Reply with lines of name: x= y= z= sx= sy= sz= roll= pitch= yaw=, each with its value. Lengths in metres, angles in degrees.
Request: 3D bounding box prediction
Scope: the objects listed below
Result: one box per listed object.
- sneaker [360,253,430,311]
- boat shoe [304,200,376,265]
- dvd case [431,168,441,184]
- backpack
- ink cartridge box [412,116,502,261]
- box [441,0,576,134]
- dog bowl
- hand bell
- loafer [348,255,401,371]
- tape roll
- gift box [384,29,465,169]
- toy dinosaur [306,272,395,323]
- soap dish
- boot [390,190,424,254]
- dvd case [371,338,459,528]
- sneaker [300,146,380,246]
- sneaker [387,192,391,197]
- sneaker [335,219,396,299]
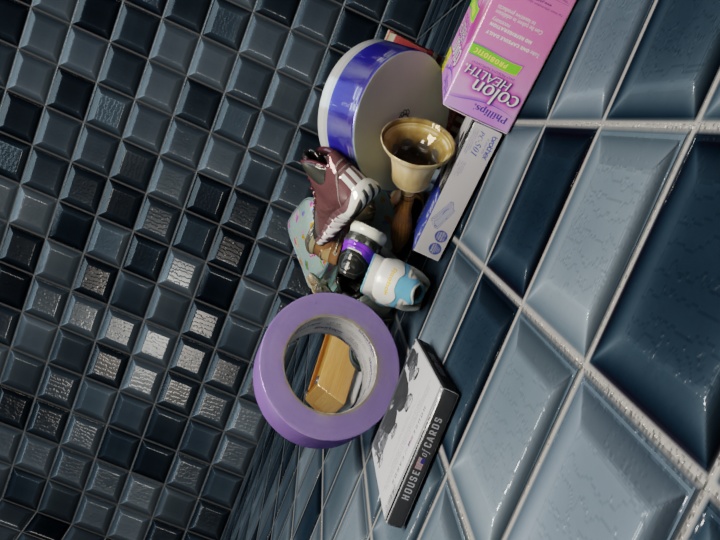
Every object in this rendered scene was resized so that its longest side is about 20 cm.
sneaker: x=0.058 y=0.026 z=1.080 sx=0.078 sy=0.079 sz=0.200 roll=-68 pitch=-13 yaw=4
boat shoe: x=-0.009 y=-0.099 z=1.192 sx=0.202 sy=0.073 sz=0.076 roll=-57 pitch=-14 yaw=7
dvd case: x=0.159 y=-0.218 z=1.235 sx=0.200 sy=0.017 sz=0.146 roll=-145 pitch=75 yaw=-84
backpack: x=-0.030 y=-0.069 z=1.315 sx=0.200 sy=0.151 sz=0.179 roll=-44 pitch=59 yaw=43
ink cartridge box: x=0.133 y=-0.124 z=1.039 sx=0.095 sy=0.043 sz=0.203 roll=-77 pitch=9 yaw=-60
box: x=0.187 y=-0.311 z=0.958 sx=0.177 sy=0.095 sz=0.203 roll=-80 pitch=12 yaw=-60
dog bowl: x=0.037 y=-0.222 z=1.076 sx=0.078 sy=0.198 sz=0.204 roll=27 pitch=98 yaw=40
hand bell: x=0.065 y=-0.103 z=1.065 sx=0.203 sy=0.101 sz=0.105 roll=100 pitch=-176 yaw=-46
loafer: x=0.021 y=0.072 z=1.258 sx=0.063 sy=0.070 sz=0.204 roll=110 pitch=179 yaw=-71
tape roll: x=-0.049 y=0.140 z=1.042 sx=0.085 sy=0.196 sz=0.204 roll=128 pitch=163 yaw=-64
gift box: x=0.076 y=-0.281 z=1.254 sx=0.203 sy=0.182 sz=0.187 roll=-59 pitch=11 yaw=17
toy dinosaur: x=-0.036 y=0.064 z=1.166 sx=0.087 sy=0.199 sz=0.049 roll=-15 pitch=60 yaw=34
soap dish: x=-0.035 y=0.161 z=1.385 sx=0.158 sy=0.080 sz=0.204 roll=126 pitch=163 yaw=-65
boot: x=0.065 y=-0.066 z=1.378 sx=0.203 sy=0.075 sz=0.156 roll=-61 pitch=13 yaw=14
dvd case: x=0.055 y=0.172 z=0.838 sx=0.200 sy=0.024 sz=0.153 roll=-113 pitch=45 yaw=-80
sneaker: x=-0.048 y=-0.117 z=1.072 sx=0.076 sy=0.116 sz=0.200 roll=-43 pitch=2 yaw=-28
sneaker: x=0.051 y=-0.128 z=1.628 sx=0.088 sy=0.072 sz=0.203 roll=119 pitch=165 yaw=-49
sneaker: x=-0.001 y=0.000 z=1.122 sx=0.101 sy=0.068 sz=0.200 roll=-66 pitch=-15 yaw=-10
